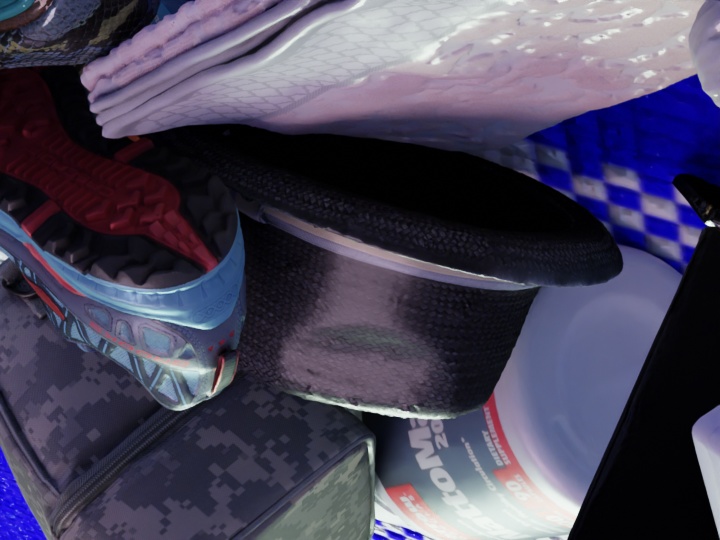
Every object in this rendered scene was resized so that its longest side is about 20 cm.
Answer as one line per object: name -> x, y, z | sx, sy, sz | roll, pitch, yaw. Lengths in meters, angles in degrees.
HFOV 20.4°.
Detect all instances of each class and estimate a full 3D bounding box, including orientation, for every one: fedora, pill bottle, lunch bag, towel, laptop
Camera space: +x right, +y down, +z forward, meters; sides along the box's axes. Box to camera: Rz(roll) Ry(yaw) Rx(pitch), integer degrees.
fedora -> 0.000, 0.000, 0.791 | 0.200, 0.092, 0.201 | 14, -165, -4
pill bottle -> 0.066, 0.065, 0.917 | 0.119, 0.120, 0.200 | 36, 154, -17
lunch bag -> -0.091, 0.082, 0.901 | 0.168, 0.139, 0.200 | 43, 164, 18
towel -> 0.031, -0.075, 0.670 | 0.190, 0.032, 0.200 | -1, 171, -32
laptop -> 0.175, 0.068, 0.709 | 0.187, 0.116, 0.200 | 29, -170, -1

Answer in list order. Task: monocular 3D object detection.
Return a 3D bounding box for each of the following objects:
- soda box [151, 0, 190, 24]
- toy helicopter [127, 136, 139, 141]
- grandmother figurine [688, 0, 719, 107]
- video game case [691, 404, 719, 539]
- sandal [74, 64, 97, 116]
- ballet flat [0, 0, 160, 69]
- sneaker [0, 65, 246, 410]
soda box -> -0.083, -0.149, 0.725 | 0.068, 0.064, 0.200 | 19, 155, 19
toy helicopter -> -0.127, -0.067, 0.924 | 0.200, 0.079, 0.132 | 46, 157, -12
grandmother figurine -> 0.179, -0.030, 0.631 | 0.200, 0.061, 0.121 | 31, -167, -31
video game case -> 0.193, 0.046, 0.590 | 0.018, 0.200, 0.144 | 41, 158, 51
sandal -> -0.163, -0.140, 0.829 | 0.201, 0.080, 0.057 | 53, 163, -28
ballet flat -> -0.147, -0.099, 0.742 | 0.200, 0.074, 0.074 | 7, 149, 45
sneaker -> -0.114, -0.011, 0.758 | 0.200, 0.079, 0.096 | 38, 148, 43
